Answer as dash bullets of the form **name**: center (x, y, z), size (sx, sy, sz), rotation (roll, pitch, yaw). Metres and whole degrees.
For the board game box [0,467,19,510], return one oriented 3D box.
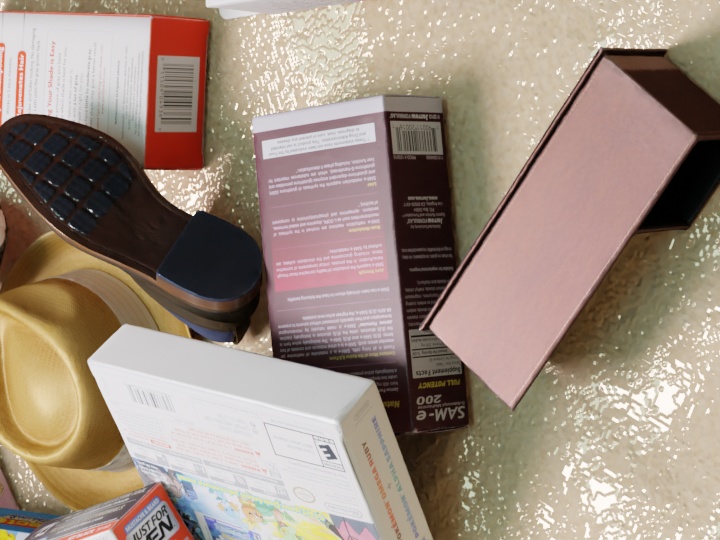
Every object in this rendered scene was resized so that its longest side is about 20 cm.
- **board game box**: center (-0.353, 0.135, 1.777), size (0.200, 0.043, 0.199), rotation (-37, 71, 33)

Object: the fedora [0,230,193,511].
- **fedora**: center (-0.197, 0.068, 1.626), size (0.200, 0.082, 0.201), rotation (1, 92, 38)

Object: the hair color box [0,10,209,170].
- **hair color box**: center (-0.195, -0.121, 1.632), size (0.200, 0.061, 0.102), rotation (7, 96, 37)

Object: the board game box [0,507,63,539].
- **board game box**: center (-0.256, 0.258, 1.638), size (0.195, 0.056, 0.201), rotation (7, 98, 5)

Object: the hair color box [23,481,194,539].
- **hair color box**: center (-0.129, 0.242, 1.544), size (0.111, 0.064, 0.200), rotation (-22, 103, 37)

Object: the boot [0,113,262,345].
- **boot**: center (-0.148, -0.020, 1.553), size (0.200, 0.097, 0.075), rotation (34, 68, 16)

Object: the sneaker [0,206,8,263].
- **sneaker**: center (-0.316, -0.035, 1.699), size (0.200, 0.089, 0.079), rotation (35, 114, 41)

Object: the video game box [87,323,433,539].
- **video game box**: center (-0.052, 0.128, 1.481), size (0.200, 0.047, 0.183), rotation (12, 133, 37)

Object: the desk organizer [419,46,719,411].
- **desk organizer**: center (0.126, -0.022, 1.378), size (0.077, 0.072, 0.200), rotation (45, 117, 25)

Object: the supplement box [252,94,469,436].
- **supplement box**: center (0.000, 0.000, 1.483), size (0.109, 0.061, 0.201), rotation (-6, 88, 39)

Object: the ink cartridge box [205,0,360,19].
- **ink cartridge box**: center (-0.034, -0.220, 1.497), size (0.200, 0.068, 0.116), rotation (-5, 89, 38)
